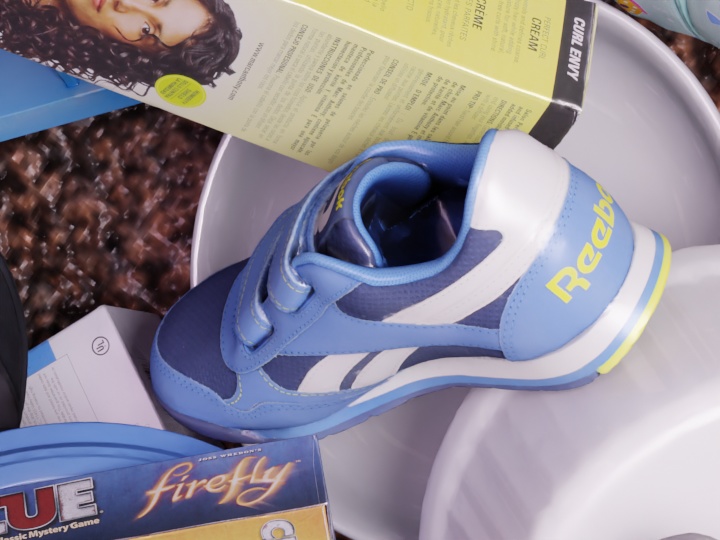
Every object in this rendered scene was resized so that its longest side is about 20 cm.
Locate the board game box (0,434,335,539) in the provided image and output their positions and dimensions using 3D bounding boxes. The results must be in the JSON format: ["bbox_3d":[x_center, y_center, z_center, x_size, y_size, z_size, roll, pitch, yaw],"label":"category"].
[{"bbox_3d":[-0.065,0.149,0.956,0.135,0.201,0.035,-9,39,-2],"label":"board game box"}]

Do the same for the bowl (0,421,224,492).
[{"bbox_3d":[-0.098,0.133,0.985,0.200,0.201,0.039,-29,37,13],"label":"bowl"}]

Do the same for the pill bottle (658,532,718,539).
[{"bbox_3d":[0.145,0.171,0.820,0.199,0.114,0.114,33,97,-15],"label":"pill bottle"}]

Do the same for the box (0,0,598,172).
[{"bbox_3d":[-0.030,-0.081,0.908,0.199,0.075,0.050,19,53,-11],"label":"box"}]

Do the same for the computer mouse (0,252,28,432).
[{"bbox_3d":[-0.152,-0.034,0.971,0.140,0.046,0.201,-20,107,50],"label":"computer mouse"}]

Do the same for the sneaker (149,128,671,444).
[{"bbox_3d":[0.000,0.000,0.911,0.199,0.082,0.074,-16,45,38],"label":"sneaker"}]

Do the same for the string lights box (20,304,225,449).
[{"bbox_3d":[-0.144,0.106,1.054,0.199,0.059,0.103,-30,78,13],"label":"string lights box"}]

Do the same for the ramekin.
[{"bbox_3d":[0.123,0.101,0.907,0.199,0.098,0.202,-2,106,-7],"label":"ramekin"}]

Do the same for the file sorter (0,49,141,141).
[{"bbox_3d":[-0.076,-0.152,0.988,0.199,0.123,0.139,-14,52,19],"label":"file sorter"}]

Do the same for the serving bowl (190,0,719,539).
[{"bbox_3d":[0.044,0.000,1.001,0.199,0.066,0.202,-1,87,17],"label":"serving bowl"}]

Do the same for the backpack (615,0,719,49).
[{"bbox_3d":[0.152,-0.165,0.945,0.126,0.167,0.201,32,99,36],"label":"backpack"}]
